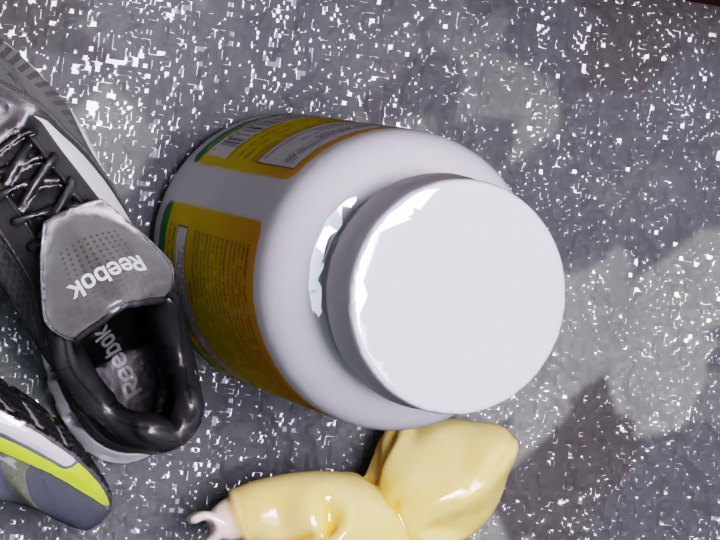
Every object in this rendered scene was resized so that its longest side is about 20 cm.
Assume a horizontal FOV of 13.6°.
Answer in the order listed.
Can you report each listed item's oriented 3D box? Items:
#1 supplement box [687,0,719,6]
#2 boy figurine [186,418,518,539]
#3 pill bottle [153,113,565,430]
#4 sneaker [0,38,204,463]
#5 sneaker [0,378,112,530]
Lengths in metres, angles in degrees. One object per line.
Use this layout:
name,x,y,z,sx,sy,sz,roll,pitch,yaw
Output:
supplement box,0.104,-0.181,1.137,0.199,0.197,0.134,11,91,7
boy figurine,-0.018,0.129,1.227,0.124,0.064,0.200,46,78,-18
pill bottle,0.000,0.000,1.147,0.112,0.200,0.114,-2,96,-21
sneaker,-0.113,-0.011,1.161,0.066,0.090,0.201,-31,105,-17
sneaker,-0.192,0.070,1.157,0.199,0.074,0.081,18,98,-16
